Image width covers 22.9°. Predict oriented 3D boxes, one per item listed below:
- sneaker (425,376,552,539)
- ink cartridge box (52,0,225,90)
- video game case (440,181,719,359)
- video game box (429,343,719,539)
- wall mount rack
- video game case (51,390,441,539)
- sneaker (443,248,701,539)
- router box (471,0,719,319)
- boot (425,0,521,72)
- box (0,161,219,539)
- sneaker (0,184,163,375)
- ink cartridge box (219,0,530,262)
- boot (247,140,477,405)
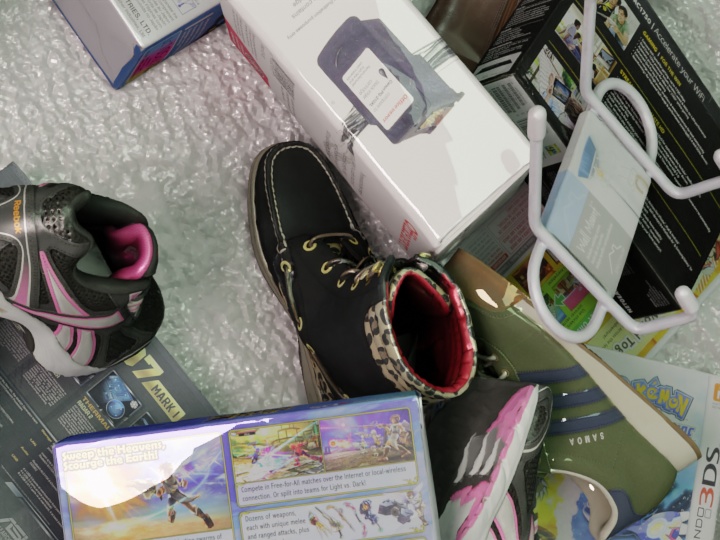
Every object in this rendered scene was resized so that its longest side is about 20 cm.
[{"bbox_3d":[0.071,0.157,1.028,0.086,0.080,0.201,18,96,-32],"label":"sneaker"},{"bbox_3d":[-0.107,-0.226,1.127,0.200,0.076,0.137,-36,92,-26],"label":"ink cartridge box"},{"bbox_3d":[0.149,-0.020,1.208,0.182,0.023,0.200,49,63,-4],"label":"video game case"},{"bbox_3d":[0.135,0.139,1.130,0.199,0.047,0.184,13,79,-19],"label":"video game box"},{"bbox_3d":[0.143,-0.065,1.033,0.174,0.074,0.201,45,48,-26],"label":"wall mount rack"},{"bbox_3d":[-0.054,0.167,0.956,0.198,0.045,0.183,-7,92,1],"label":"video game case"},{"bbox_3d":[0.107,0.083,1.061,0.200,0.067,0.090,40,87,-14],"label":"sneaker"},{"bbox_3d":[0.166,-0.091,1.156,0.200,0.051,0.149,51,51,-21],"label":"router box"},{"bbox_3d":[0.136,-0.170,1.218,0.185,0.064,0.201,20,64,-2],"label":"boot"},{"bbox_3d":[-0.198,0.061,1.016,0.200,0.051,0.158,51,57,-3],"label":"box"},{"bbox_3d":[-0.139,0.004,0.928,0.086,0.200,0.081,-10,78,15],"label":"sneaker"},{"bbox_3d":[0.010,-0.105,1.075,0.084,0.145,0.200,-39,86,-4],"label":"ink cartridge box"},{"bbox_3d":[0.002,0.001,1.066,0.073,0.154,0.205,-12,80,-24],"label":"boot"}]
